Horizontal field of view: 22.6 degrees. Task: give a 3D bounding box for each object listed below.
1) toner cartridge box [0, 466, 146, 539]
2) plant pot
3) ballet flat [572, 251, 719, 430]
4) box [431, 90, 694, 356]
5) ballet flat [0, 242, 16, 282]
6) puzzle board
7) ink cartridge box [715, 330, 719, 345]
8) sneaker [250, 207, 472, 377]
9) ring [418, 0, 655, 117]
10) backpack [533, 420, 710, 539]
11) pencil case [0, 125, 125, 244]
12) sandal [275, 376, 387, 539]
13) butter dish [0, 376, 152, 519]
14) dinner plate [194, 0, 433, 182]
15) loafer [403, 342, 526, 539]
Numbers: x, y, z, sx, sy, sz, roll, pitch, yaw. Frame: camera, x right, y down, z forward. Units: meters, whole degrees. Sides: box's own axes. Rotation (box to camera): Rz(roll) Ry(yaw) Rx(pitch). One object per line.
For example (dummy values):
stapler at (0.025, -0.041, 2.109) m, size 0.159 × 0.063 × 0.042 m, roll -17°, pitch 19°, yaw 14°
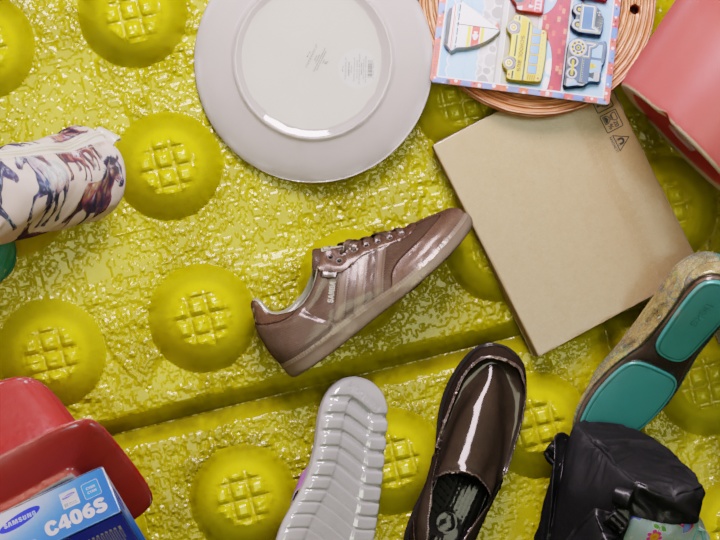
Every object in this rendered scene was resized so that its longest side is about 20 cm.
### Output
toner cartridge box at (-0.210, 0.227, 1.390) m, size 0.095 × 0.200 × 0.043 m, roll -25°, pitch 60°, yaw -8°
plant pot at (0.322, -0.166, 1.466) m, size 0.200 × 0.200 × 0.177 m, roll 44°, pitch 95°, yaw -5°
ballet flat at (0.245, 0.064, 1.500) m, size 0.070 × 0.071 × 0.200 m, roll 32°, pitch 116°, yaw -5°
box at (0.173, -0.053, 1.520) m, size 0.163 × 0.021 × 0.201 m, roll -27°, pitch 93°, yaw -6°
ballet flat at (-0.331, -0.081, 1.437) m, size 0.067 × 0.070 × 0.201 m, roll -26°, pitch 92°, yaw -6°
puzzle board at (0.143, -0.244, 1.492) m, size 0.150 × 0.017 × 0.201 m, roll 7°, pitch 82°, yaw 0°
ink cartridge box at (0.386, 0.035, 1.455) m, size 0.146 × 0.200 × 0.086 m, roll -27°, pitch 93°, yaw -6°
sneaker at (0.000, 0.000, 1.476) m, size 0.200 × 0.070 × 0.076 m, roll -39°, pitch 93°, yaw -6°
ring at (0.147, -0.226, 1.509) m, size 0.199 × 0.019 × 0.202 m, roll 0°, pitch 83°, yaw -1°
backpack at (0.206, 0.240, 1.455) m, size 0.126 × 0.167 × 0.201 m, roll 9°, pitch 104°, yaw -11°
pencil case at (-0.266, -0.065, 1.390) m, size 0.078 × 0.200 × 0.090 m, roll 45°, pitch 120°, yaw 16°
sandal at (-0.024, 0.189, 1.486) m, size 0.082 × 0.050 × 0.204 m, roll 25°, pitch 74°, yaw -21°
butter dish at (-0.288, 0.153, 1.405) m, size 0.199 × 0.200 × 0.148 m, roll -28°, pitch 61°, yaw -4°
dinner plate at (-0.039, -0.173, 1.485) m, size 0.199 × 0.024 × 0.202 m, roll 0°, pitch 92°, yaw 0°
loafer at (0.094, 0.159, 1.485) m, size 0.073 × 0.071 × 0.201 m, roll 16°, pitch 88°, yaw -6°
